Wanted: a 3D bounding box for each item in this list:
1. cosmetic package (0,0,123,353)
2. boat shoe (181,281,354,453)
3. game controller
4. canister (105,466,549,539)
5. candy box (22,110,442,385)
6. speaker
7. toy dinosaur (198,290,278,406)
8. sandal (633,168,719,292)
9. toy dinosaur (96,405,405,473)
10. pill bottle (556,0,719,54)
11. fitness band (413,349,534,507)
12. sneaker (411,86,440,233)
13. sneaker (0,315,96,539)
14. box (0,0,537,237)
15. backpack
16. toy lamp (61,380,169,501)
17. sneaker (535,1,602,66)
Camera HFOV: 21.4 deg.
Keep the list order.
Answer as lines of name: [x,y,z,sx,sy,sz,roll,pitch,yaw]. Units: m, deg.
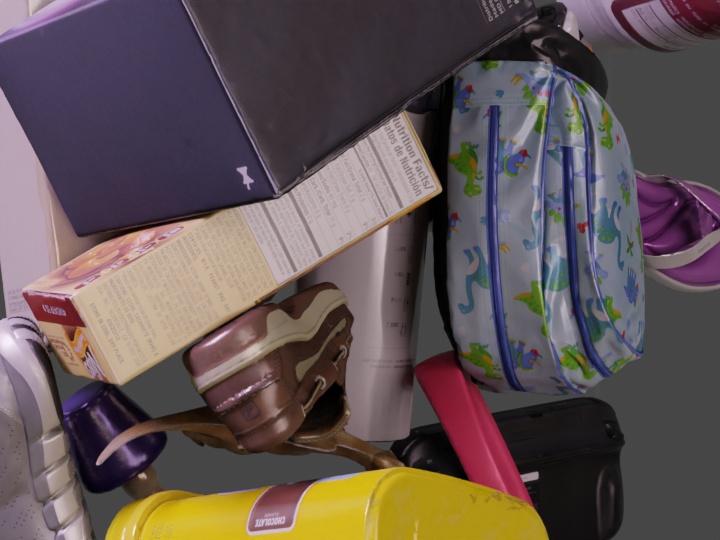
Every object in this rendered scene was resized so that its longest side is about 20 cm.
cosmetic package: [-0.150,-0.058,1.072,0.103,0.073,0.202,-7,90,-36]
boat shoe: [-0.039,0.059,1.012,0.075,0.074,0.202,59,16,3]
game controller: [0.099,0.146,1.257,0.198,0.042,0.106,-6,102,-36]
canister: [-0.017,0.158,0.992,0.148,0.199,0.088,20,66,-42]
candy box: [-0.068,-0.015,0.987,0.199,0.115,0.056,-32,103,-19]
speaker: [0.000,0.000,1.144,0.081,0.081,0.202,1,97,-36]
toy dinosaur: [-0.061,-0.018,1.124,0.076,0.102,0.202,0,101,2]
sandal: [0.218,-0.034,1.351,0.201,0.050,0.083,14,76,-34]
toy dinosaur: [-0.060,0.083,1.053,0.198,0.101,0.059,12,96,-28]
pill bottle: [0.231,-0.212,1.289,0.113,0.199,0.116,4,82,-36]
fitness band: [0.080,0.142,1.134,0.037,0.144,0.201,-23,116,5]
sneaker: [0.013,-0.128,1.207,0.111,0.073,0.202,13,70,-30]
sneaker: [-0.206,0.130,1.021,0.114,0.075,0.202,-15,107,-12]
box: [-0.054,-0.123,0.980,0.198,0.199,0.124,-38,107,-34]
backpack: [0.103,-0.027,1.115,0.163,0.152,0.202,47,57,-70]
toy lamp: [-0.106,0.152,1.090,0.058,0.058,0.201,-41,110,-32]
sneaker: [0.114,-0.082,1.269,0.079,0.074,0.201,41,62,-31]
